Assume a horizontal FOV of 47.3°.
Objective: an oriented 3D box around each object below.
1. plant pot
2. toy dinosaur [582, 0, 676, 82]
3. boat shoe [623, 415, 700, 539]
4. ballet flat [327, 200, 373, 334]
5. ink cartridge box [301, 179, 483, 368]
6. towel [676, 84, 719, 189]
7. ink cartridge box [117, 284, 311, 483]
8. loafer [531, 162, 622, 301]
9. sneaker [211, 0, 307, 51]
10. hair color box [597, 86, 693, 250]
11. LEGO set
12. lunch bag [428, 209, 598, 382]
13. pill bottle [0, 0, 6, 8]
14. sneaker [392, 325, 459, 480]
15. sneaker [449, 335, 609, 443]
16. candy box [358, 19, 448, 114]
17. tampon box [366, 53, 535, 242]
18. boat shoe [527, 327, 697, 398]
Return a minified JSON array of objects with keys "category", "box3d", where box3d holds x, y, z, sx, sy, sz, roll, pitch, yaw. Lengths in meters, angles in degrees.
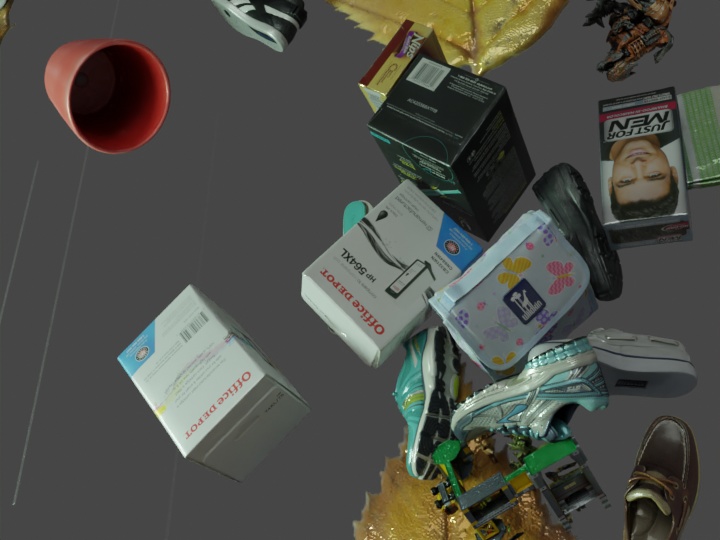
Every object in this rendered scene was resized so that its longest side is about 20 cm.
[{"category":"plant pot","box3d":[-0.474,-0.331,1.493,0.177,0.200,0.201,28,78,42]},{"category":"toy dinosaur","box3d":[0.395,-0.363,1.176,0.135,0.103,0.200,35,63,19]},{"category":"boat shoe","box3d":[0.318,0.247,0.882,0.071,0.072,0.202,12,70,29]},{"category":"ballet flat","box3d":[0.000,0.000,1.165,0.069,0.069,0.202,-1,68,24]},{"category":"ink cartridge box","box3d":[0.040,0.004,1.081,0.146,0.084,0.200,43,71,12]},{"category":"towel","box3d":[0.429,-0.168,1.082,0.198,0.031,0.151,-11,58,22]},{"category":"ink cartridge box","box3d":[-0.198,0.156,1.124,0.147,0.146,0.200,-44,55,-3]},{"category":"loafer","box3d":[0.279,-0.045,1.064,0.070,0.068,0.203,-34,57,30]},{"category":"sneaker","box3d":[-0.174,-0.482,1.502,0.199,0.073,0.112,36,79,26]},{"category":"hair color box","box3d":[0.356,-0.130,1.034,0.098,0.061,0.202,-7,56,24]},{"category":"LEGO set","box3d":[0.189,0.242,0.946,0.199,0.116,0.154,-35,26,0]},{"category":"lunch bag","box3d":[0.182,0.037,0.979,0.169,0.200,0.127,-42,55,-2]},{"category":"pill bottle","box3d":[-0.901,-0.695,1.918,0.113,0.114,0.201,-36,55,3]},{"category":"sneaker","box3d":[0.082,0.169,1.047,0.079,0.077,0.202,-19,51,37]},{"category":"sneaker","box3d":[0.178,0.152,0.885,0.200,0.077,0.087,-40,67,37]},{"category":"candy box","box3d":[0.081,-0.242,1.172,0.056,0.200,0.117,30,79,33]},{"category":"tampon box","box3d":[0.127,-0.161,1.108,0.149,0.200,0.127,31,79,32]},{"category":"boat shoe","box3d":[0.286,0.101,0.949,0.197,0.074,0.066,10,47,-9]}]
